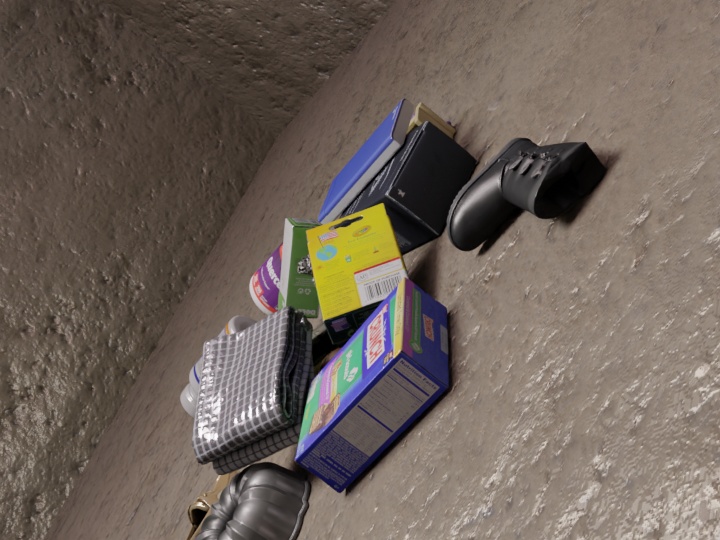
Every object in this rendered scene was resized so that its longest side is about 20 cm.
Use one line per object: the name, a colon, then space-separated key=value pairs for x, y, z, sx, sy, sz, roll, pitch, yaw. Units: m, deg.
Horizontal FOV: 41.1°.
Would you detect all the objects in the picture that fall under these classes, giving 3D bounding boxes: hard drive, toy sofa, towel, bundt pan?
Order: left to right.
bundt pan: x=-0.152 y=0.334 z=1.240 sx=0.202 sy=0.075 sz=0.202 roll=-49 pitch=15 yaw=18
towel: x=-0.141 y=0.154 z=1.283 sx=0.165 sy=0.085 sz=0.202 roll=-30 pitch=39 yaw=27
hard drive: x=0.008 y=-0.172 z=1.537 sx=0.200 sy=0.025 sz=0.133 roll=-46 pitch=16 yaw=35
toy sofa: x=0.074 y=-0.196 z=1.687 sx=0.200 sy=0.082 sz=0.098 roll=-47 pitch=17 yaw=31

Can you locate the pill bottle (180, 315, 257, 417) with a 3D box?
pill bottle: x=-0.256 y=0.193 z=1.832 sx=0.200 sy=0.112 sz=0.112 roll=-50 pitch=15 yaw=20

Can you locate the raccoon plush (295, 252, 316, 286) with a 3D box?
raccoon plush: x=-0.006 y=-0.005 z=1.406 sx=0.097 sy=0.133 sz=0.200 roll=-59 pitch=14 yaw=-24

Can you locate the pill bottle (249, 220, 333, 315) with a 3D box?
pill bottle: x=-0.119 y=-0.004 z=1.822 sx=0.200 sy=0.112 sz=0.113 roll=-46 pitch=16 yaw=35

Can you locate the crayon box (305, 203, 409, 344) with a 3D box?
crayon box: x=0.000 y=0.000 z=1.320 sx=0.125 sy=0.051 sz=0.201 roll=-18 pitch=41 yaw=4

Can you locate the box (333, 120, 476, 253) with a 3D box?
box: x=0.066 y=-0.116 z=1.485 sx=0.149 sy=0.104 sz=0.200 roll=-60 pitch=15 yaw=-23

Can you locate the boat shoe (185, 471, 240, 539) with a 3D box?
boat shoe: x=-0.220 y=0.358 z=1.427 sx=0.071 sy=0.064 sz=0.201 roll=-49 pitch=15 yaw=22

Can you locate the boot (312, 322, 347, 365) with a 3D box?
boot: x=-0.092 y=0.133 z=1.391 sx=0.199 sy=0.068 sz=0.131 roll=-40 pitch=-2 yaw=-2

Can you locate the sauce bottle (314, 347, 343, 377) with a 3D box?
sauce bottle: x=-0.033 y=0.147 z=1.301 sx=0.200 sy=0.064 sz=0.065 roll=-41 pitch=19 yaw=39

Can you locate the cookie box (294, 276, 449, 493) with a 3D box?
cookie box: x=0.016 y=0.133 z=1.140 sx=0.200 sy=0.075 sz=0.172 roll=-48 pitch=15 yaw=23

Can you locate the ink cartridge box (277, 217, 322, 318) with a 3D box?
ink cartridge box: x=-0.099 y=0.020 z=1.576 sx=0.104 sy=0.058 sz=0.203 roll=-137 pitch=53 yaw=-75

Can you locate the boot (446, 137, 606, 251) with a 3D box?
boot: x=0.184 y=-0.080 z=1.116 sx=0.166 sy=0.065 sz=0.200 roll=-56 pitch=18 yaw=3
